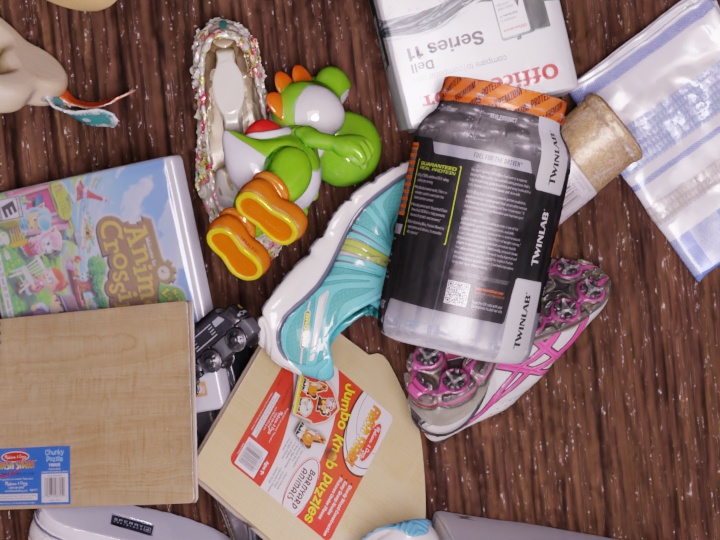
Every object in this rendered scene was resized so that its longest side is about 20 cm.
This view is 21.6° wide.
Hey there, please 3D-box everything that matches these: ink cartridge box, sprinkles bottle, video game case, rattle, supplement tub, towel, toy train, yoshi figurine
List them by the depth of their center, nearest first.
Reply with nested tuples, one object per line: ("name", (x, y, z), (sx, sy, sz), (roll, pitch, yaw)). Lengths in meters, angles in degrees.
("supplement tub", (0.089, -0.038, 1.423), (0.121, 0.123, 0.202), (12, 92, -4))
("toy train", (-0.158, 0.092, 1.463), (0.200, 0.034, 0.046), (-40, 80, 20))
("yoshi figurine", (-0.037, -0.076, 1.468), (0.111, 0.201, 0.113), (8, 133, 18))
("rattle", (-0.299, -0.127, 1.498), (0.199, 0.130, 0.144), (24, 103, -30))
("video game case", (-0.205, 0.024, 1.499), (0.181, 0.022, 0.202), (-10, 93, 20))
("ink cartridge box", (0.080, -0.221, 1.504), (0.145, 0.083, 0.202), (-15, 94, -2))
("sprinkles bottle", (0.131, -0.054, 1.514), (0.200, 0.068, 0.068), (-39, 94, 5))
("towel", (0.279, -0.113, 1.551), (0.146, 0.024, 0.201), (-35, 94, 0))

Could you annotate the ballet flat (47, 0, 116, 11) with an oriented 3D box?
("ballet flat", (-0.277, -0.273, 1.492), (0.199, 0.063, 0.069), (35, 91, -4))

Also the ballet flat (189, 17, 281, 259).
("ballet flat", (-0.102, -0.102, 1.511), (0.075, 0.064, 0.202), (-12, 94, -3))

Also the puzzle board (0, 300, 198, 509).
("puzzle board", (-0.209, 0.106, 1.464), (0.199, 0.017, 0.152), (-6, 83, 30))

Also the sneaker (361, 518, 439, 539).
("sneaker", (0.021, 0.274, 1.482), (0.076, 0.081, 0.201), (-4, 134, -28))

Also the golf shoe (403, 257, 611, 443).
("golf shoe", (0.119, 0.063, 1.535), (0.199, 0.092, 0.073), (-32, 55, -16))

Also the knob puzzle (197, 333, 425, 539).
("knob puzzle", (-0.028, 0.150, 1.510), (0.218, 0.030, 0.222), (11, 70, -32))

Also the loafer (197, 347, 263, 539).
("loafer", (-0.111, 0.146, 1.527), (0.072, 0.073, 0.202), (-12, 88, 17))

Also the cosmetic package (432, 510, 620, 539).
("cosmetic package", (0.129, 0.311, 1.493), (0.166, 0.166, 0.202), (9, 91, -3))

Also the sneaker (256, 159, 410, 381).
("sneaker", (0.000, 0.000, 1.488), (0.079, 0.078, 0.201), (34, 75, 10))

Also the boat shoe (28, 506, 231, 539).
("boat shoe", (-0.174, 0.240, 1.529), (0.199, 0.071, 0.070), (19, 120, -9))
